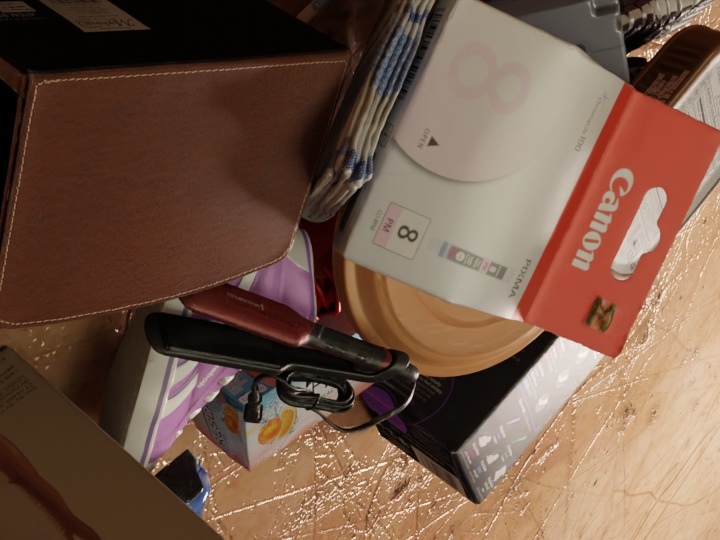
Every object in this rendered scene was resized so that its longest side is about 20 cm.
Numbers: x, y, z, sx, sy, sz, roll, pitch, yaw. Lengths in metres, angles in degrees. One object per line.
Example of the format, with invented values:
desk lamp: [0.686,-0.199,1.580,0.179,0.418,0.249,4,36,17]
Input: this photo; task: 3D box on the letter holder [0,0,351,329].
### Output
letter holder: [-0.122,-0.064,0.619,0.200,0.101,0.142,-15,131,-46]

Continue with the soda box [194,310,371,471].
soda box: [-0.030,0.058,0.873,0.200,0.064,0.068,-33,140,-33]

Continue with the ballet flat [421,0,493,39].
ballet flat: [0.096,-0.185,0.822,0.072,0.072,0.200,18,102,-56]

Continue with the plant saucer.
plant saucer: [0.077,-0.021,0.775,0.200,0.032,0.200,-12,118,-25]

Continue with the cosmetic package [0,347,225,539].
cosmetic package: [-0.156,0.144,0.655,0.087,0.200,0.103,-41,142,-25]

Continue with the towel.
towel: [0.016,-0.126,0.701,0.147,0.024,0.200,148,-36,-76]

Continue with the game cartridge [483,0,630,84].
game cartridge: [0.119,-0.101,0.814,0.133,0.041,0.200,-13,134,8]

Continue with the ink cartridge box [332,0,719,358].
ink cartridge box: [0.105,-0.048,0.700,0.057,0.200,0.163,-115,-131,-78]

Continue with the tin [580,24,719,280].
tin: [0.202,-0.077,0.796,0.200,0.042,0.112,-48,141,-18]

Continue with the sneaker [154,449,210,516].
sneaker: [-0.124,0.194,0.798,0.079,0.089,0.200,-39,162,-38]

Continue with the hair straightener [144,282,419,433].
hair straightener: [-0.045,0.057,0.726,0.200,0.041,0.077,17,121,-38]

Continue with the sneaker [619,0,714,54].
sneaker: [0.174,-0.215,0.871,0.200,0.116,0.076,-28,173,-43]

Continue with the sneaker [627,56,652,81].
sneaker: [0.181,-0.109,0.892,0.200,0.078,0.080,-10,123,-5]

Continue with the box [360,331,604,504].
box: [0.109,0.074,1.012,0.200,0.122,0.106,-46,145,-15]

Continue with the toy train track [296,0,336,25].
toy train track: [0.005,-0.205,0.717,0.200,0.033,0.115,-46,-178,-4]

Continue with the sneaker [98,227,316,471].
sneaker: [-0.090,0.057,0.749,0.114,0.073,0.201,15,108,-29]

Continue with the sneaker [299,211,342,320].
sneaker: [0.000,0.000,0.813,0.200,0.116,0.078,-42,144,-23]
